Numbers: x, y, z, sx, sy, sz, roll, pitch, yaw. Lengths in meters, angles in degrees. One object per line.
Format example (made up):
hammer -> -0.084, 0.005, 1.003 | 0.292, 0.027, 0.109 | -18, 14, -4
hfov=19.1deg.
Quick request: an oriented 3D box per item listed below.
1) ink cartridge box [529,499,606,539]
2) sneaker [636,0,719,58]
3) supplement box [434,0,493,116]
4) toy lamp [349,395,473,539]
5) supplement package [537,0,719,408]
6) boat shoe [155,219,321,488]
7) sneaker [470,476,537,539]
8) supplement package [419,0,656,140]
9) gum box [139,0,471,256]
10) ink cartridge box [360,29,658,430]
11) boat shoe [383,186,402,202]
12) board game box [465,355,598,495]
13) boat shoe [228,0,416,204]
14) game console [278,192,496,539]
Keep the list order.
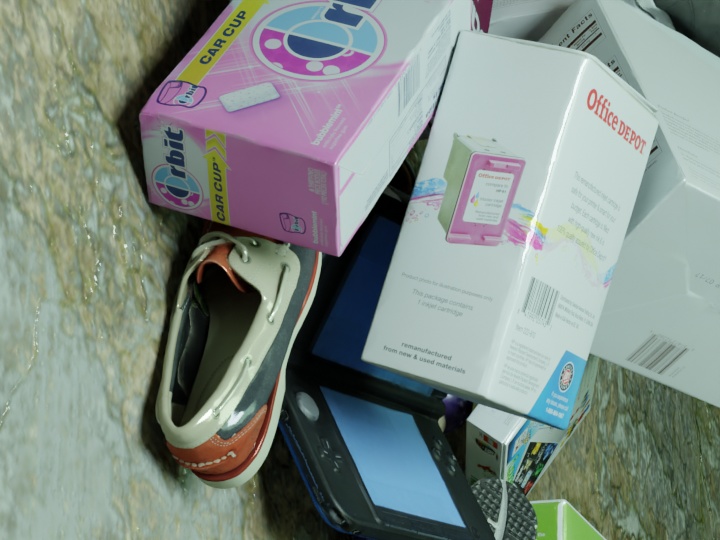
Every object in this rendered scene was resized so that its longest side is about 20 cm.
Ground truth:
ink cartridge box -> 0.166, 0.217, 1.540 | 0.148, 0.199, 0.076 | 46, 41, -60
sneaker -> 0.242, -0.202, 1.456 | 0.200, 0.099, 0.071 | 45, 44, -57
supplement box -> 0.025, -0.215, 1.442 | 0.131, 0.103, 0.200 | 63, 28, -45
toy lamp -> 0.033, 0.141, 1.411 | 0.200, 0.058, 0.058 | -69, 146, -54
supplement package -> 0.199, -0.046, 1.430 | 0.191, 0.147, 0.200 | 24, 33, -34
boat shoe -> -0.069, 0.017, 1.159 | 0.063, 0.071, 0.201 | 53, 40, -50
sneaker -> 0.051, 0.226, 1.412 | 0.074, 0.080, 0.200 | 42, 46, -2
supplement package -> 0.116, -0.181, 1.540 | 0.110, 0.199, 0.114 | 61, 30, -45
gum box -> -0.023, -0.106, 1.176 | 0.200, 0.113, 0.066 | -57, 155, -43
ink cartridge box -> 0.091, -0.022, 1.238 | 0.144, 0.084, 0.201 | 26, 82, -63
boat shoe -> 0.000, 0.000, 1.345 | 0.200, 0.071, 0.070 | 49, 37, -59
board game box -> 0.123, 0.102, 1.528 | 0.126, 0.035, 0.200 | -51, 163, -19
boat shoe -> -0.023, -0.105, 1.327 | 0.200, 0.067, 0.072 | 58, 32, -41
game console -> 0.038, 0.068, 1.299 | 0.200, 0.118, 0.171 | 22, 36, -55
